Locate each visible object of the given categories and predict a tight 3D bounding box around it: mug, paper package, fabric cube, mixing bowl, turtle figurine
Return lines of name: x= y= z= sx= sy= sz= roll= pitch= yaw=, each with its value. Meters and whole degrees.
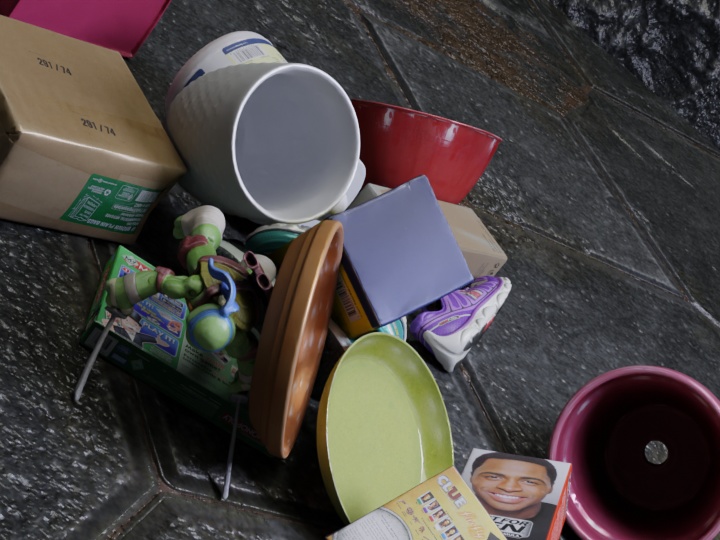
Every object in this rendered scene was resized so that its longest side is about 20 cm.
mug: x=-0.093 y=-0.110 z=1.523 sx=0.200 sy=0.148 sz=0.175 roll=40 pitch=-18 yaw=-34
paper package: x=-0.291 y=-0.132 z=1.453 sx=0.199 sy=0.104 sz=0.191 roll=12 pitch=37 yaw=-48
fabric cube: x=-0.314 y=-0.388 z=1.747 sx=0.196 sy=0.200 sz=0.200 roll=9 pitch=38 yaw=-51
mixing bowl: x=0.064 y=-0.133 z=1.929 sx=0.199 sy=0.109 sz=0.200 roll=15 pitch=0 yaw=0
turtle figurine: x=-0.145 y=0.044 z=1.318 sx=0.143 sy=0.201 sz=0.194 roll=14 pitch=27 yaw=-1

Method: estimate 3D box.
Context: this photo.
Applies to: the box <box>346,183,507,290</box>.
box: x=0.070 y=-0.030 z=1.839 sx=0.199 sy=0.078 sz=0.095 roll=9 pitch=39 yaw=-50

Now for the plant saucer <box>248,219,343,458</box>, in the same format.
plant saucer: x=-0.055 y=0.054 z=1.306 sx=0.037 sy=0.202 sz=0.200 roll=13 pitch=24 yaw=4

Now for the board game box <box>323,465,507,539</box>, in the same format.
board game box: x=0.077 y=0.272 z=1.277 sx=0.135 sy=0.035 sz=0.200 roll=-25 pitch=65 yaw=-25

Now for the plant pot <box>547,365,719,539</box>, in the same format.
plant pot: x=0.308 y=0.202 z=1.671 sx=0.200 sy=0.200 sz=0.179 roll=46 pitch=9 yaw=14

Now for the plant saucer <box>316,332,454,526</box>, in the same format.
plant saucer: x=0.018 y=0.156 z=1.394 sx=0.199 sy=0.031 sz=0.202 roll=22 pitch=63 yaw=-51

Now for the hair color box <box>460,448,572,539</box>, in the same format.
hair color box: x=0.128 y=0.235 z=1.430 sx=0.101 sy=0.062 sz=0.200 roll=7 pitch=19 yaw=12

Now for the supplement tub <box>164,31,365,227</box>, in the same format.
supplement tub: x=-0.102 y=-0.142 z=1.697 sx=0.200 sy=0.145 sz=0.145 roll=50 pitch=25 yaw=21

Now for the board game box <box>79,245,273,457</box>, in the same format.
board game box: x=-0.147 y=0.071 z=1.402 sx=0.199 sy=0.029 sz=0.135 roll=33 pitch=24 yaw=-15

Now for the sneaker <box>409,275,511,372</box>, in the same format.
sneaker: x=0.112 y=0.040 z=1.784 sx=0.083 sy=0.081 sz=0.200 roll=36 pitch=24 yaw=7

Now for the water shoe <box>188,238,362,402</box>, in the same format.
water shoe: x=-0.068 y=0.038 z=1.454 sx=0.200 sy=0.072 sz=0.079 roll=44 pitch=19 yaw=4

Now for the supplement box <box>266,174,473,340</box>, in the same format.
supplement box: x=0.000 y=0.000 z=1.478 sx=0.108 sy=0.200 sz=0.110 roll=-25 pitch=89 yaw=-26

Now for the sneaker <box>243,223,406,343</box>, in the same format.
sneaker: x=-0.034 y=0.025 z=1.601 sx=0.199 sy=0.078 sz=0.080 roll=35 pitch=33 yaw=-11
